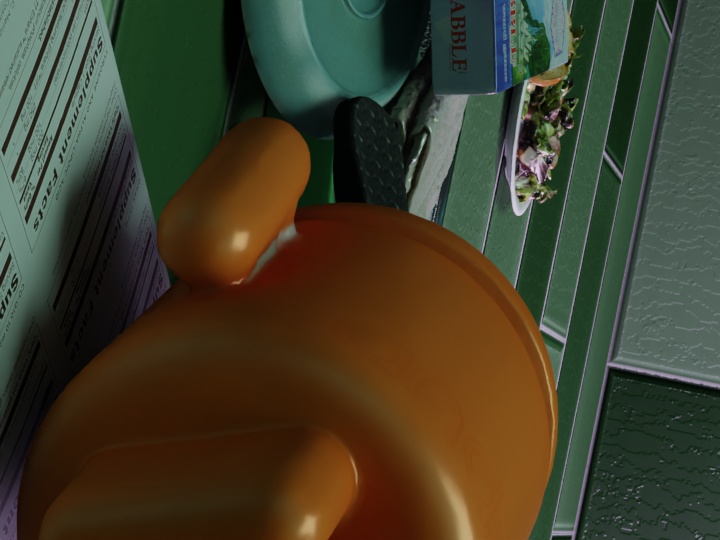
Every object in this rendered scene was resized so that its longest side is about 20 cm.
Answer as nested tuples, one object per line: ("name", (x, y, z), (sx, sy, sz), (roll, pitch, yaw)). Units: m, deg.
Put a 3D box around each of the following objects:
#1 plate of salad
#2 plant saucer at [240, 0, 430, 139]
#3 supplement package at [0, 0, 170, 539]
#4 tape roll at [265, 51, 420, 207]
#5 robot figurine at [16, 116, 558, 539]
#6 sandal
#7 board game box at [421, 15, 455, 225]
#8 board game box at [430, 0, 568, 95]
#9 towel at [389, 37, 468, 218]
("plate of salad", (0.171, -0.147, 2.319), (0.200, 0.048, 0.201), (10, 90, -78))
("plant saucer", (-0.006, -0.174, 1.424), (0.200, 0.027, 0.201), (-12, 104, -59))
("supplement package", (-0.165, -0.004, 0.615), (0.200, 0.190, 0.148), (83, 21, -56))
("tape roll", (-0.011, -0.090, 1.559), (0.200, 0.048, 0.202), (10, 90, -78))
("robot figurine", (-0.013, 0.052, 0.633), (0.117, 0.144, 0.200), (-49, 180, 22))
("sandal", (0.000, 0.000, 1.374), (0.075, 0.045, 0.201), (39, 39, -49))
("board game box", (0.047, -0.101, 1.846), (0.135, 0.028, 0.201), (11, 90, -77))
("board game box", (0.083, -0.213, 1.505), (0.199, 0.041, 0.201), (-33, 122, -71))
("towel", (0.040, -0.080, 1.551), (0.200, 0.034, 0.133), (-64, 172, -55))
